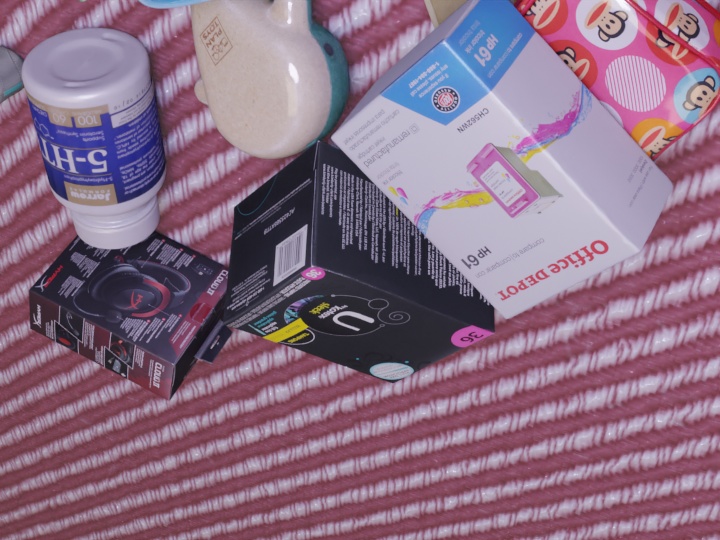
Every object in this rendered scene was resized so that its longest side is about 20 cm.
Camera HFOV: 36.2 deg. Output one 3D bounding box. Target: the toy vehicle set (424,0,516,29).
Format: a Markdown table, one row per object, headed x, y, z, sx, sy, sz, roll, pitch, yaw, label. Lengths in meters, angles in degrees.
| x | y | z | sx | sy | sz | roll | pitch | yaw | label |
| --- | --- | --- | --- | --- | --- | --- | --- | --- | --- |
| 0.154 | -0.191 | 0.854 | 0.199 | 0.027 | 0.125 | -1 | 129 | 31 | toy vehicle set |

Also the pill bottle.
| x | y | z | sx | sy | sz | roll | pitch | yaw | label |
| --- | --- | --- | --- | --- | --- | --- | --- | --- | --- |
| -0.255 | -0.124 | 1.091 | 0.119 | 0.120 | 0.201 | 16 | 136 | 17 | pill bottle |

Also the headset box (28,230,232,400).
| x | y | z | sx | sy | sz | roll | pitch | yaw | label |
| --- | --- | --- | --- | --- | --- | --- | --- | --- | --- |
| -0.238 | 0.038 | 1.213 | 0.199 | 0.149 | 0.075 | 26 | 139 | 6 | headset box |

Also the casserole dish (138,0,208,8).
| x | y | z | sx | sy | sz | roll | pitch | yaw | label |
| --- | --- | --- | --- | --- | --- | --- | --- | --- | --- |
| -0.102 | -0.271 | 0.839 | 0.039 | 0.199 | 0.122 | 50 | 149 | 33 | casserole dish |

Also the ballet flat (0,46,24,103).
| x | y | z | sx | sy | sz | roll | pitch | yaw | label |
| --- | --- | --- | --- | --- | --- | --- | --- | --- | --- |
| -0.443 | -0.224 | 1.146 | 0.199 | 0.064 | 0.068 | 20 | 137 | 13 | ballet flat |

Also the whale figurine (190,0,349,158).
| x | y | z | sx | sy | sz | roll | pitch | yaw | label |
| --- | --- | --- | --- | --- | --- | --- | --- | --- | --- |
| -0.086 | -0.197 | 0.957 | 0.159 | 0.104 | 0.201 | -38 | 82 | 42 | whale figurine |

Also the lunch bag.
| x | y | z | sx | sy | sz | roll | pitch | yaw | label |
| --- | --- | --- | --- | --- | --- | --- | --- | --- | --- |
| 0.155 | -0.144 | 0.816 | 0.176 | 0.082 | 0.200 | 36 | 139 | -5 | lunch bag |

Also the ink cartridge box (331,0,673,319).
| x | y | z | sx | sy | sz | roll | pitch | yaw | label |
| --- | --- | --- | --- | --- | --- | --- | --- | --- | --- |
| 0.102 | -0.078 | 0.797 | 0.200 | 0.085 | 0.144 | 44 | 141 | -11 | ink cartridge box |

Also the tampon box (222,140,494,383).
| x | y | z | sx | sy | sz | roll | pitch | yaw | label |
| --- | --- | --- | --- | --- | --- | --- | --- | --- | --- |
| 0.000 | 0.000 | 1.000 | 0.199 | 0.127 | 0.150 | 21 | 146 | -30 | tampon box |
